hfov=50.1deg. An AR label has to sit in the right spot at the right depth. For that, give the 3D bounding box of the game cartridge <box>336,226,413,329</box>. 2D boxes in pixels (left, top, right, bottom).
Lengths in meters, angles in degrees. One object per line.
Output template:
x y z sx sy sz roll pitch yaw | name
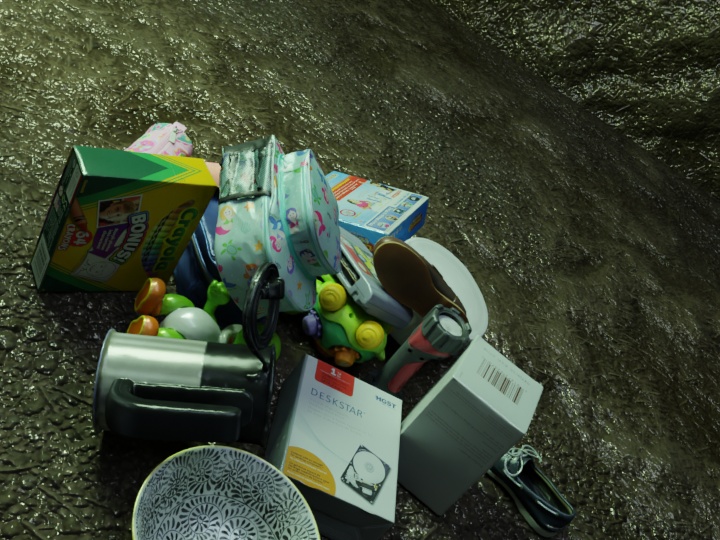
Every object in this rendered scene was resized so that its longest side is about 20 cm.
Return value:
0.000 0.000 1.161 0.133 0.041 0.200 36 14 -51 | game cartridge

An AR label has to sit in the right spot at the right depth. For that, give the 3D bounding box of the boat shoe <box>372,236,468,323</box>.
0.083 0.019 1.129 0.200 0.070 0.070 48 16 -28 | boat shoe

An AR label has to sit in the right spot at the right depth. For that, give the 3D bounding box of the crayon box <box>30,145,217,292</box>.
-0.301 -0.057 0.976 0.172 0.200 0.058 1 47 -40 | crayon box

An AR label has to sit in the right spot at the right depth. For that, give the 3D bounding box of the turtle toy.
-0.040 0.066 1.140 0.200 0.101 0.146 45 12 5 | turtle toy

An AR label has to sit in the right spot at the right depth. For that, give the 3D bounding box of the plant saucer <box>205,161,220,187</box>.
-0.177 -0.143 1.180 0.199 0.037 0.200 5 7 -4 | plant saucer

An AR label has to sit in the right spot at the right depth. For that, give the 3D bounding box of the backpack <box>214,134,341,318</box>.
-0.104 -0.044 0.957 0.150 0.178 0.201 -4 58 15 | backpack

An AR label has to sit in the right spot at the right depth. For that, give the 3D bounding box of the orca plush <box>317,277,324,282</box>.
-0.089 -0.011 1.201 0.105 0.071 0.200 33 -5 17 | orca plush

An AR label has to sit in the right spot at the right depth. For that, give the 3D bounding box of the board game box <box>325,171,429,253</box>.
-0.006 -0.099 1.352 0.195 0.056 0.200 18 29 19 | board game box

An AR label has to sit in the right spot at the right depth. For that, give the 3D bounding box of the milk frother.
-0.184 0.087 0.842 0.187 0.180 0.201 6 82 -9 | milk frother

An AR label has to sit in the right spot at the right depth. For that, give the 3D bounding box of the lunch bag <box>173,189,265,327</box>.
-0.186 -0.030 1.106 0.136 0.132 0.200 7 43 -36 | lunch bag

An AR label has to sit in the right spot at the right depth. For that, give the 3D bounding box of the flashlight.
0.073 0.134 1.073 0.068 0.200 0.068 12 40 -32 | flashlight

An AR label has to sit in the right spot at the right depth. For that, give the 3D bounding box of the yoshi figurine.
-0.181 0.079 0.970 0.200 0.113 0.112 26 6 -30 | yoshi figurine

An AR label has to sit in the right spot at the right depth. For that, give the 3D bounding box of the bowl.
-0.149 0.289 0.783 0.200 0.094 0.201 24 35 -18 | bowl

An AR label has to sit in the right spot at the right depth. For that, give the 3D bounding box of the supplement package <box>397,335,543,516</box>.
0.132 0.209 1.034 0.117 0.200 0.117 39 34 4 | supplement package

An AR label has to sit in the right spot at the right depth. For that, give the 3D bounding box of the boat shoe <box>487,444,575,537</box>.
0.235 0.298 1.142 0.075 0.062 0.200 -9 53 -44 | boat shoe

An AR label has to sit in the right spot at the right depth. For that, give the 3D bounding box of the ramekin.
0.110 0.052 1.278 0.202 0.094 0.203 31 38 -28 | ramekin

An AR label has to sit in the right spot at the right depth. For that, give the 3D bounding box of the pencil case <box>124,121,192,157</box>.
-0.330 -0.161 1.184 0.087 0.088 0.200 32 35 -6 | pencil case

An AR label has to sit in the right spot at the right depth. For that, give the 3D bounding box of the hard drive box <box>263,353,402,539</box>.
-0.035 0.227 0.977 0.156 0.077 0.200 27 34 -14 | hard drive box
